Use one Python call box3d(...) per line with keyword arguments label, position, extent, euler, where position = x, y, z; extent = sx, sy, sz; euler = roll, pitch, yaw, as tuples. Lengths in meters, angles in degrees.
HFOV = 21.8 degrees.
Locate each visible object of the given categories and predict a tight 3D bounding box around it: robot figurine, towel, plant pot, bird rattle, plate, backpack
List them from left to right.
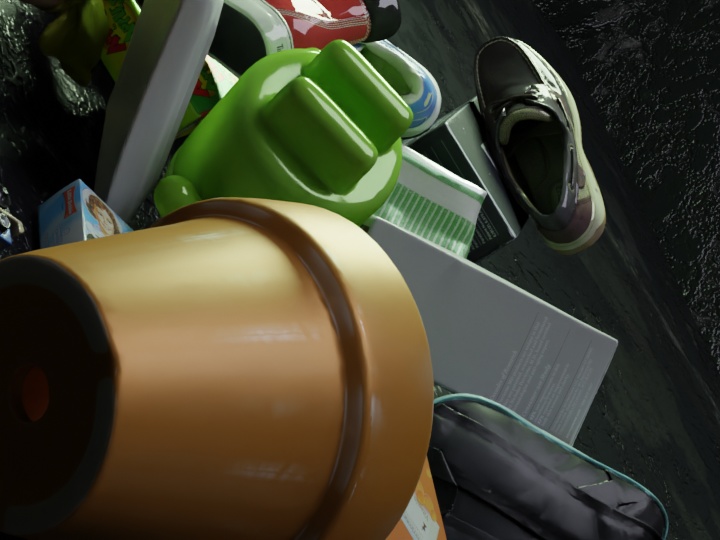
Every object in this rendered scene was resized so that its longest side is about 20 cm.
box3d(label="bird rattle", position=(-0.230, -0.198, 1.157), extent=(0.199, 0.113, 0.163), euler=(8, 29, -45))
box3d(label="plant pot", position=(-0.096, 0.059, 0.898), extent=(0.183, 0.200, 0.201), euler=(6, 53, -53))
box3d(label="plate", position=(-0.121, -0.138, 1.167), extent=(0.032, 0.201, 0.200), euler=(18, 29, -13))
box3d(label="robot figurine", position=(-0.051, -0.060, 1.163), extent=(0.116, 0.200, 0.176), euler=(43, 52, -6))
box3d(label="towel", position=(0.000, 0.000, 1.296), extent=(0.152, 0.023, 0.201), euler=(28, 67, -19))
box3d(label="backpack", position=(0.070, 0.177, 1.183), extent=(0.199, 0.177, 0.153), euler=(33, -16, -20))

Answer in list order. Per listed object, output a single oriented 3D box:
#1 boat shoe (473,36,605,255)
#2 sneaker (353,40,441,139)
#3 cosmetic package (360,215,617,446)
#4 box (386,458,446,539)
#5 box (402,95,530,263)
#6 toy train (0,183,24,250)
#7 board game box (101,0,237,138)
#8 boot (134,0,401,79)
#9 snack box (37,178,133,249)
box3d(label="boat shoe", position=(0.132, -0.107, 1.443), extent=(0.065, 0.072, 0.201), euler=(43, 26, -57))
box3d(label="sneaker", position=(-0.032, -0.160, 1.333), extent=(0.199, 0.076, 0.077), euler=(21, -3, 0))
box3d(label="cosmetic package", position=(0.057, 0.034, 1.238), extent=(0.199, 0.091, 0.107), euler=(24, 0, -18))
box3d(label="box", position=(-0.032, 0.106, 1.049), extent=(0.124, 0.097, 0.202), euler=(7, 67, -61))
box3d(label="box", position=(0.032, -0.039, 1.472), extent=(0.105, 0.181, 0.200), euler=(57, 15, -3))
box3d(label="toy train", position=(-0.234, -0.053, 0.927), extent=(0.200, 0.034, 0.046), euler=(38, 29, -53))
box3d(label="board game box", position=(-0.162, -0.196, 1.365), extent=(0.201, 0.047, 0.102), euler=(59, 28, 0))
box3d(label="boot", position=(-0.069, -0.206, 1.296), extent=(0.144, 0.073, 0.200), euler=(-24, 50, -35))
box3d(label="snack box", position=(-0.115, 0.048, 1.110), extent=(0.200, 0.037, 0.117), euler=(47, 19, -39))
